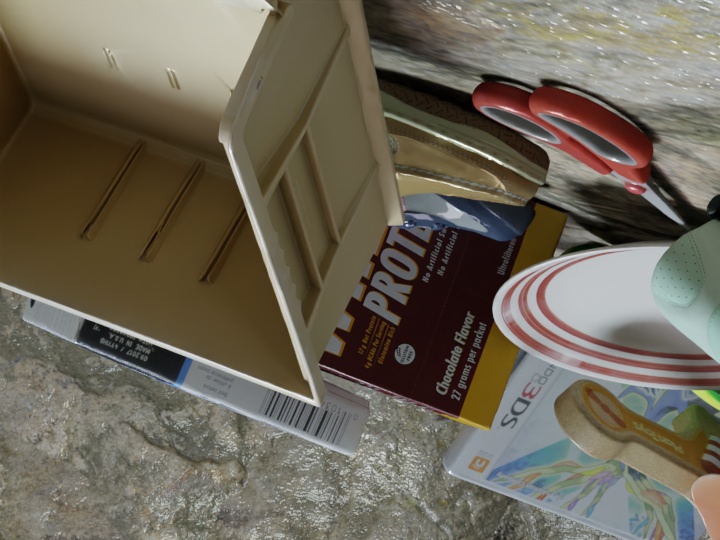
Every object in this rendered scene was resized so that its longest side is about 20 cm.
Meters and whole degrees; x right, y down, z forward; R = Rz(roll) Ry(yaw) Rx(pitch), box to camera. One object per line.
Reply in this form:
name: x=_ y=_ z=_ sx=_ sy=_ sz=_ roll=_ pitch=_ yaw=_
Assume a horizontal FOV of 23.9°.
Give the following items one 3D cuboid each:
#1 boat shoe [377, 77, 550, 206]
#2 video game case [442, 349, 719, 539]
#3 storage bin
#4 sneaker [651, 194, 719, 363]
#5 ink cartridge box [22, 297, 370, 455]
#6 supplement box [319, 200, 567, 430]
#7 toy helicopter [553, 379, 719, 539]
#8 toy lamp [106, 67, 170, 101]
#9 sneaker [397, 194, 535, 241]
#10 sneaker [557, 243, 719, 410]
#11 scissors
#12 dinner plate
boat shoe: x=-0.007 y=-0.052 z=0.806 sx=0.200 sy=0.076 sz=0.072 roll=18 pitch=175 yaw=31
video game case: x=0.183 y=0.093 z=1.121 sx=0.200 sy=0.183 sz=0.022 roll=22 pitch=-155 yaw=-23
storage bin: x=-0.099 y=-0.063 z=0.656 sx=0.199 sy=0.094 sz=0.199 roll=19 pitch=154 yaw=19
sneaker: x=0.212 y=0.017 z=0.771 sx=0.200 sy=0.074 sz=0.118 roll=6 pitch=-149 yaw=-50
ink cartridge box: x=-0.117 y=0.053 z=1.112 sx=0.198 sy=0.044 sz=0.200 roll=24 pitch=177 yaw=-22
supplement box: x=0.000 y=0.000 z=1.056 sx=0.199 sy=0.133 sz=0.197 roll=21 pitch=176 yaw=-1
toy helicopter: x=0.192 y=0.123 z=0.977 sx=0.200 sy=0.079 sz=0.132 roll=27 pitch=-146 yaw=-24
toy lamp: x=-0.120 y=-0.106 z=0.809 sx=0.058 sy=0.058 sz=0.200 roll=23 pitch=175 yaw=-26
sneaker: x=-0.007 y=-0.040 z=0.926 sx=0.199 sy=0.082 sz=0.070 roll=20 pitch=176 yaw=8
sneaker: x=0.196 y=0.031 z=1.016 sx=0.200 sy=0.074 sz=0.084 roll=21 pitch=159 yaw=-27
scissors: x=0.122 y=-0.040 z=0.745 sx=0.073 sy=0.014 sz=0.200 roll=15 pitch=171 yaw=44
dinner plate: x=0.170 y=0.021 z=0.904 sx=0.199 sy=0.024 sz=0.200 roll=5 pitch=158 yaw=2
